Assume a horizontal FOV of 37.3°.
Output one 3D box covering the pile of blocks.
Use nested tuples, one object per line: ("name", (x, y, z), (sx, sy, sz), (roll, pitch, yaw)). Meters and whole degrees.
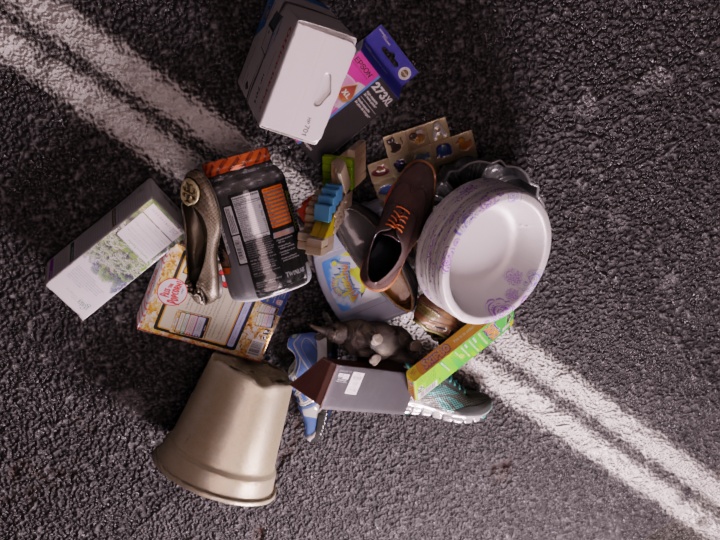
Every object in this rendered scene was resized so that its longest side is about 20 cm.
("pile of blocks", (-0.051, -0.108, 1.494), (0.062, 0.200, 0.082), (9, 143, 18))

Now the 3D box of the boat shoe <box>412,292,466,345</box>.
("boat shoe", (0.126, 0.078, 1.646), (0.068, 0.072, 0.200), (-56, 149, -3))

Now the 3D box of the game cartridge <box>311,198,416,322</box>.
("game cartridge", (0.000, 0.000, 1.635), (0.133, 0.041, 0.200), (-21, 119, 4))

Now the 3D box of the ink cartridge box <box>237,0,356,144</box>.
("ink cartridge box", (-0.086, -0.271, 1.392), (0.086, 0.200, 0.147), (16, 110, -20))

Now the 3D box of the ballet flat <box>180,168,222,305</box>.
("ballet flat", (-0.224, -0.041, 1.465), (0.046, 0.067, 0.201), (-21, 125, -34))

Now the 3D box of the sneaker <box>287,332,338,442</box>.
("sneaker", (-0.079, 0.181, 1.695), (0.077, 0.076, 0.201), (7, 114, 7))

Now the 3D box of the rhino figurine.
("rhino figurine", (0.006, 0.104, 1.619), (0.199, 0.087, 0.060), (14, 101, -33))

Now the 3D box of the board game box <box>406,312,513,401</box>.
("board game box", (0.155, 0.119, 1.636), (0.200, 0.030, 0.096), (-34, 157, -11))

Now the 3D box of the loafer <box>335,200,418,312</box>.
("loafer", (0.026, -0.021, 1.569), (0.073, 0.072, 0.200), (-37, 117, 10))

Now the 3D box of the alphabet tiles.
("alphabet tiles", (0.105, -0.128, 1.617), (0.166, 0.006, 0.201), (-19, 118, -3))

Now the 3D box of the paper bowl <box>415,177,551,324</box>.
("paper bowl", (0.164, -0.033, 1.510), (0.200, 0.104, 0.201), (-16, 120, -29))

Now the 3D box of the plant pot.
("plant pot", (-0.193, 0.229, 1.627), (0.200, 0.200, 0.184), (18, 99, -21))

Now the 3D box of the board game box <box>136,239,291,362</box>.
("board game box", (-0.216, 0.041, 1.598), (0.199, 0.046, 0.152), (18, 109, -21))

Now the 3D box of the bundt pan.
("bundt pan", (0.171, -0.085, 1.606), (0.201, 0.076, 0.203), (-6, 116, -11))

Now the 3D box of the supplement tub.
("supplement tub", (-0.150, -0.065, 1.501), (0.122, 0.123, 0.201), (-16, 97, -6))

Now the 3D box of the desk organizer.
("desk organizer", (-0.007, 0.168, 1.625), (0.200, 0.077, 0.072), (13, 102, -49))

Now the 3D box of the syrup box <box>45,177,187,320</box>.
("syrup box", (-0.346, -0.030, 1.513), (0.200, 0.081, 0.079), (-38, 118, 7))

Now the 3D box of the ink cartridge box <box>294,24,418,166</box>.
("ink cartridge box", (-0.017, -0.248, 1.516), (0.200, 0.037, 0.095), (-40, 118, 5))

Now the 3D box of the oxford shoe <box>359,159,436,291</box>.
("oxford shoe", (0.058, -0.064, 1.500), (0.071, 0.073, 0.201), (20, 87, 3))

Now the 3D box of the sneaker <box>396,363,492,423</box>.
("sneaker", (0.130, 0.191, 1.741), (0.199, 0.078, 0.092), (10, 109, -19))
